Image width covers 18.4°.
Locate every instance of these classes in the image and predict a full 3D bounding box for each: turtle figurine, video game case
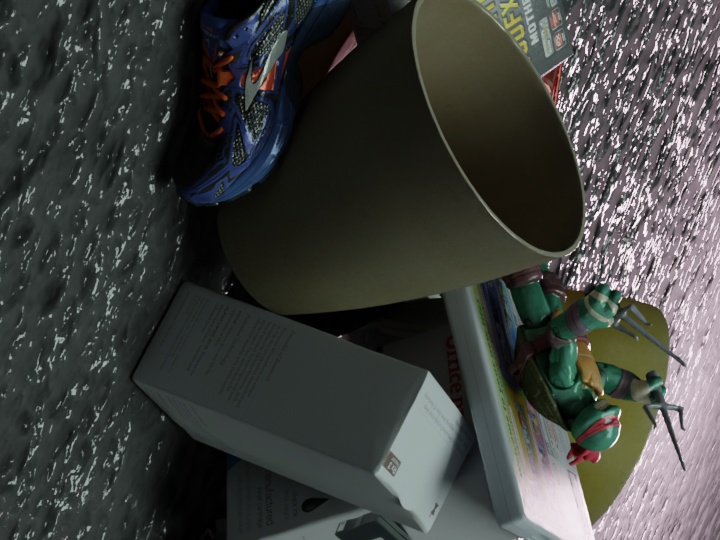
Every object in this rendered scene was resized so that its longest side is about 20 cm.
[{"bbox_3d":[0.145,0.049,1.488,0.100,0.201,0.150,-27,155,-2],"label":"turtle figurine"},{"bbox_3d":[0.108,0.095,1.527,0.182,0.022,0.201,37,37,-63],"label":"video game case"}]

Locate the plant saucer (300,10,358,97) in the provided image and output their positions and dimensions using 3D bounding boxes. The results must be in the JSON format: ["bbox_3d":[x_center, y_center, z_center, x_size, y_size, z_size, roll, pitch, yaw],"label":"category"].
[{"bbox_3d":[-0.016,-0.116,1.560,0.200,0.037,0.201,-49,150,-41],"label":"plant saucer"}]

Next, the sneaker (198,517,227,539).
[{"bbox_3d":[-0.113,0.220,1.612,0.200,0.074,0.083,-11,108,-74],"label":"sneaker"}]

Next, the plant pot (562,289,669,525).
[{"bbox_3d":[0.135,0.095,1.769,0.200,0.141,0.201,-158,-90,-77],"label":"plant pot"}]

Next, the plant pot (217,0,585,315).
[{"bbox_3d":[0.011,-0.053,1.428,0.187,0.199,0.188,41,34,-36],"label":"plant pot"}]

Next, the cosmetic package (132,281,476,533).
[{"bbox_3d":[-0.036,0.090,1.464,0.081,0.199,0.113,-64,153,-16],"label":"cosmetic package"}]

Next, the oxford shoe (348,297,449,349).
[{"bbox_3d":[0.042,0.053,1.680,0.075,0.200,0.058,-11,90,-20],"label":"oxford shoe"}]

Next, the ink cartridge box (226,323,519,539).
[{"bbox_3d":[0.011,0.134,1.558,0.145,0.199,0.084,-94,160,-45],"label":"ink cartridge box"}]

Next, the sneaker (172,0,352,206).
[{"bbox_3d":[-0.074,-0.135,1.377,0.078,0.075,0.201,15,104,-39],"label":"sneaker"}]

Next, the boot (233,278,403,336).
[{"bbox_3d":[0.000,0.000,1.625,0.168,0.199,0.077,158,-89,-83],"label":"boot"}]

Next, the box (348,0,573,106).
[{"bbox_3d":[0.060,-0.204,1.514,0.158,0.048,0.201,-35,122,-33],"label":"box"}]

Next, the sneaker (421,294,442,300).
[{"bbox_3d":[0.074,-0.028,1.797,0.200,0.080,0.074,-47,147,-48],"label":"sneaker"}]

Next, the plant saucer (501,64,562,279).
[{"bbox_3d":[0.137,-0.098,1.835,0.200,0.036,0.201,-62,160,-70],"label":"plant saucer"}]
